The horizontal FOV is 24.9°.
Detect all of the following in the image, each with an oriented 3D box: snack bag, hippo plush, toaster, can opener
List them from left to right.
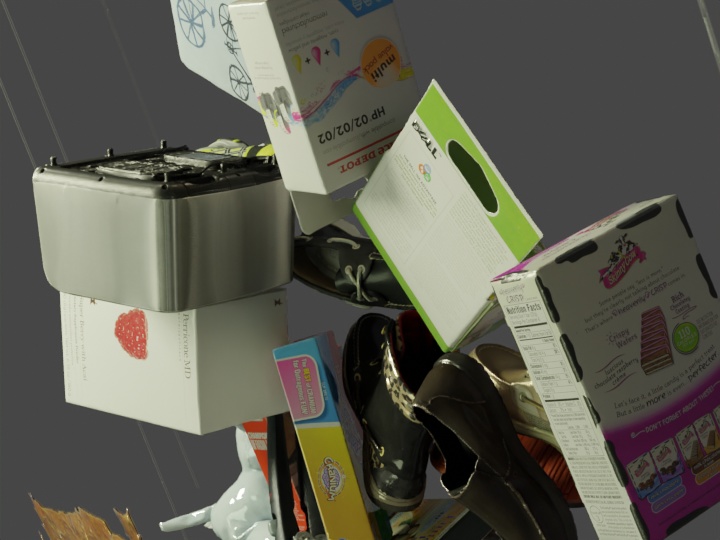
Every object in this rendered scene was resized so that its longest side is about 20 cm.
[{"bbox_3d":[-0.162,-0.044,1.452,0.199,0.180,0.120,9,106,36],"label":"toaster"},{"bbox_3d":[-0.123,-0.244,1.503,0.200,0.021,0.190,36,142,43],"label":"snack bag"},{"bbox_3d":[-0.080,0.221,1.737,0.199,0.159,0.162,13,95,38],"label":"hippo plush"},{"bbox_3d":[-0.060,0.213,1.512,0.079,0.063,0.201,121,142,-53],"label":"can opener"}]

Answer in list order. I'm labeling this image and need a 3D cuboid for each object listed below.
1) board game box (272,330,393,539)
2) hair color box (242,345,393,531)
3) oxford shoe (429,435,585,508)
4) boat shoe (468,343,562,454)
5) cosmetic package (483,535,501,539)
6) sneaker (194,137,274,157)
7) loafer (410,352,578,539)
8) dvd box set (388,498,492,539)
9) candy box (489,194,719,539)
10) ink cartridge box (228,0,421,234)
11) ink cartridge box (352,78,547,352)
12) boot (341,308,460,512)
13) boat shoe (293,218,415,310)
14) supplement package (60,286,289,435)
[{"bbox_3d":[-0.023,0.157,1.460,0.153,0.040,0.201,-7,-99,-85],"label":"board game box"},{"bbox_3d":[-0.037,0.188,1.625,0.064,0.111,0.201,-11,105,60],"label":"hair color box"},{"bbox_3d":[0.146,0.170,1.365,0.073,0.071,0.200,46,159,-28],"label":"oxford shoe"},{"bbox_3d":[0.157,0.099,1.267,0.200,0.072,0.065,35,129,43],"label":"boat shoe"},{"bbox_3d":[0.078,0.315,1.539,0.085,0.107,0.200,63,151,2],"label":"cosmetic package"},{"bbox_3d":[-0.114,-0.082,1.564,0.200,0.076,0.076,4,115,57],"label":"sneaker"},{"bbox_3d":[0.096,0.164,1.267,0.201,0.071,0.073,59,150,-3],"label":"loafer"},{"bbox_3d":[0.035,0.268,1.502,0.029,0.146,0.200,50,162,-5],"label":"dvd box set"},{"bbox_3d":[0.189,0.067,1.108,0.061,0.136,0.201,-12,102,60],"label":"candy box"},{"bbox_3d":[-0.016,-0.137,1.308,0.068,0.115,0.201,11,124,57],"label":"ink cartridge box"},{"bbox_3d":[0.087,-0.048,1.251,0.148,0.075,0.200,57,150,13],"label":"ink cartridge box"},{"bbox_3d":[0.034,0.087,1.407,0.151,0.073,0.201,106,164,-48],"label":"boot"},{"bbox_3d":[0.000,0.000,1.455,0.200,0.060,0.074,26,133,49],"label":"boat shoe"},{"bbox_3d":[-0.176,0.071,1.541,0.199,0.119,0.122,7,102,42],"label":"supplement package"}]
